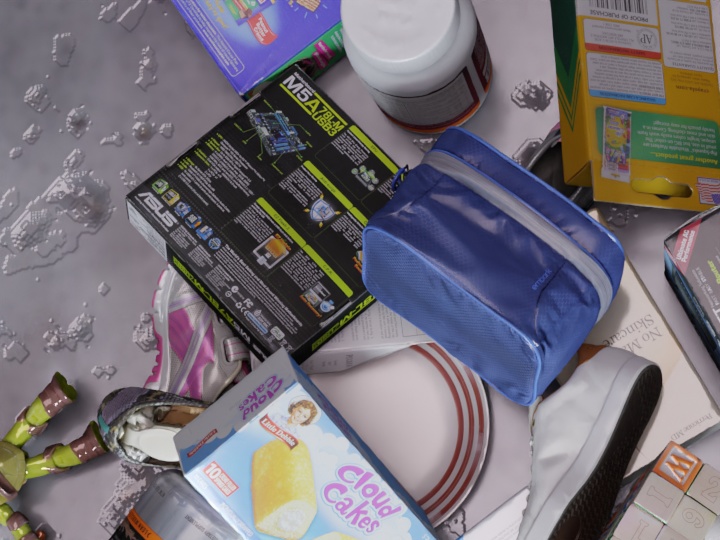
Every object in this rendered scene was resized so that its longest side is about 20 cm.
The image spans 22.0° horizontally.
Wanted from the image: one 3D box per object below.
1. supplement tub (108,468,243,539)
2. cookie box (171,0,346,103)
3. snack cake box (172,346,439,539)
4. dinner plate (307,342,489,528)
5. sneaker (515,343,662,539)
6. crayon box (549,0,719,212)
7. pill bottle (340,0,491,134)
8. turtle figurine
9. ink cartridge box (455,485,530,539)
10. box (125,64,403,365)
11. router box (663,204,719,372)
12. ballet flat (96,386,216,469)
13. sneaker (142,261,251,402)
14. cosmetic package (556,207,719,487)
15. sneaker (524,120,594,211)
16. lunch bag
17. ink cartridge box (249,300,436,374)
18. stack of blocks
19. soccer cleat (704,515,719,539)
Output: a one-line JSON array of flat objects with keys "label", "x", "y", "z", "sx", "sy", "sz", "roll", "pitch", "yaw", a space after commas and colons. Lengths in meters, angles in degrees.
[{"label": "supplement tub", "x": -0.170, "y": 0.273, "z": 1.511, "sx": 0.122, "sy": 0.123, "sz": 0.201, "roll": 36, "pitch": 88, "yaw": 14}, {"label": "cookie box", "x": -0.062, "y": -0.264, "z": 1.609, "sx": 0.199, "sy": 0.075, "sz": 0.172, "roll": -36, "pitch": 76, "yaw": 3}, {"label": "snack cake box", "x": -0.040, "y": 0.174, "z": 1.455, "sx": 0.115, "sy": 0.067, "sz": 0.200, "roll": -38, "pitch": 116, "yaw": 3}, {"label": "dinner plate", "x": 0.011, "y": 0.130, "z": 1.554, "sx": 0.198, "sy": 0.024, "sz": 0.202, "roll": -2, "pitch": 79, "yaw": 10}, {"label": "sneaker", "x": 0.156, "y": 0.150, "z": 1.435, "sx": 0.084, "sy": 0.073, "sz": 0.201, "roll": 22, "pitch": 79, "yaw": 37}, {"label": "crayon box", "x": 0.224, "y": -0.134, "z": 1.493, "sx": 0.125, "sy": 0.052, "sz": 0.202, "roll": 5, "pitch": 68, "yaw": -19}, {"label": "pill bottle", "x": 0.045, "y": -0.186, "z": 1.512, "sx": 0.109, "sy": 0.200, "sz": 0.111, "roll": -2, "pitch": 79, "yaw": 10}, {"label": "turtle figurine", "x": -0.307, "y": 0.158, "z": 1.586, "sx": 0.161, "sy": 0.064, "sz": 0.201, "roll": -35, "pitch": 76, "yaw": 3}, {"label": "ink cartridge box", "x": 0.140, "y": 0.295, "z": 1.470, "sx": 0.145, "sy": 0.084, "sz": 0.200, "roll": -37, "pitch": 76, "yaw": 0}, {"label": "box", "x": -0.059, "y": -0.043, "z": 1.528, "sx": 0.193, "sy": 0.048, "sz": 0.200, "roll": -39, "pitch": 72, "yaw": -20}, {"label": "router box", "x": 0.308, "y": 0.057, "z": 1.447, "sx": 0.062, "sy": 0.150, "sz": 0.201, "roll": -28, "pitch": 76, "yaw": 4}, {"label": "ballet flat", "x": -0.114, "y": 0.140, "z": 1.498, "sx": 0.199, "sy": 0.072, "sz": 0.073, "roll": 8, "pitch": 81, "yaw": -11}, {"label": "sneaker", "x": -0.129, "y": 0.064, "z": 1.568, "sx": 0.087, "sy": 0.081, "sz": 0.202, "roll": 8, "pitch": 90, "yaw": 10}, {"label": "cosmetic package", "x": 0.202, "y": 0.063, "z": 1.506, "sx": 0.103, "sy": 0.073, "sz": 0.201, "roll": -32, "pitch": 75, "yaw": 4}, {"label": "sneaker", "x": 0.193, "y": -0.109, "z": 1.531, "sx": 0.070, "sy": 0.082, "sz": 0.201, "roll": 33, "pitch": 83, "yaw": 14}, {"label": "lunch bag", "x": 0.100, "y": -0.014, "z": 1.429, "sx": 0.200, "sy": 0.136, "sz": 0.132, "roll": 38, "pitch": 70, "yaw": 14}, {"label": "ink cartridge box", "x": 0.000, "y": 0.000, "z": 1.560, "sx": 0.198, "sy": 0.050, "sz": 0.162, "roll": -4, "pitch": 66, "yaw": -5}, {"label": "stack of blocks", "x": 0.192, "y": 0.235, "z": 1.374, "sx": 0.058, "sy": 0.115, "sz": 0.200, "roll": 34, "pitch": 70, "yaw": 8}, {"label": "soccer cleat", "x": 0.293, "y": 0.285, "z": 1.456, "sx": 0.073, "sy": 0.068, "sz": 0.202, "roll": 5, "pitch": 79, "yaw": 7}]
